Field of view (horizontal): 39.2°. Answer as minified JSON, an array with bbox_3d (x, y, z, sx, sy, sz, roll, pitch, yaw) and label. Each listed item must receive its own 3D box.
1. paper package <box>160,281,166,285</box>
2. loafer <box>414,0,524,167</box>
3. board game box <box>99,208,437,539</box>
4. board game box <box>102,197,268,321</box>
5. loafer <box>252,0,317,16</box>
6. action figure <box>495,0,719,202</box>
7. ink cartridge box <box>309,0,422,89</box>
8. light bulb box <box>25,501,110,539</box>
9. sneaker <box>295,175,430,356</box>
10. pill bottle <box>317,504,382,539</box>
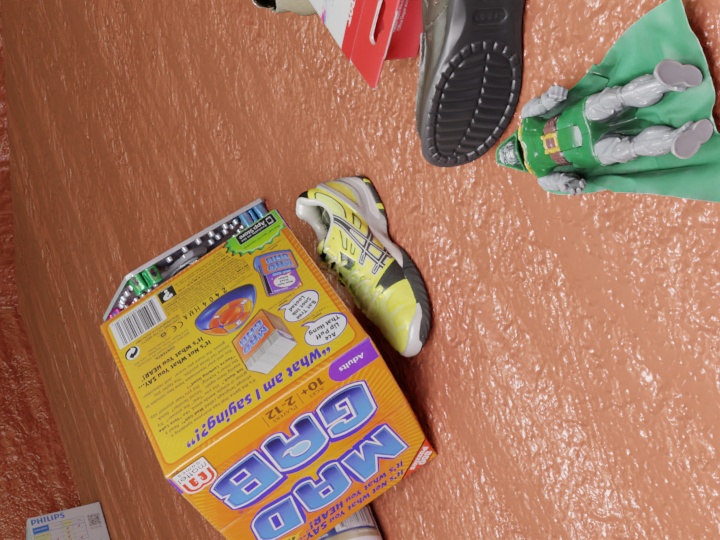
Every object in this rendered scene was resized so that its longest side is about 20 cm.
[{"bbox_3d":[-0.175,0.106,1.262,0.201,0.103,0.191,62,158,5],"label":"paper package"},{"bbox_3d":[0.079,-0.174,0.741,0.071,0.072,0.201,-121,36,-55],"label":"loafer"},{"bbox_3d":[-0.084,0.113,0.940,0.200,0.199,0.200,52,173,44],"label":"board game box"},{"bbox_3d":[-0.221,-0.004,1.272,0.026,0.199,0.200,55,152,2],"label":"board game box"},{"bbox_3d":[-0.089,-0.305,1.024,0.200,0.068,0.076,39,133,54],"label":"loafer"},{"bbox_3d":[0.146,-0.088,0.647,0.200,0.054,0.119,172,85,-68],"label":"action figure"},{"bbox_3d":[0.008,-0.257,0.844,0.201,0.067,0.117,61,149,34],"label":"ink cartridge box"},{"bbox_3d":[-0.759,0.743,2.650,0.201,0.197,0.125,64,148,31],"label":"light bulb box"},{"bbox_3d":[0.000,0.000,0.948,0.201,0.076,0.076,61,147,31],"label":"sneaker"},{"bbox_3d":[-0.057,0.241,1.114,0.201,0.110,0.111,65,151,31],"label":"pill bottle"}]
